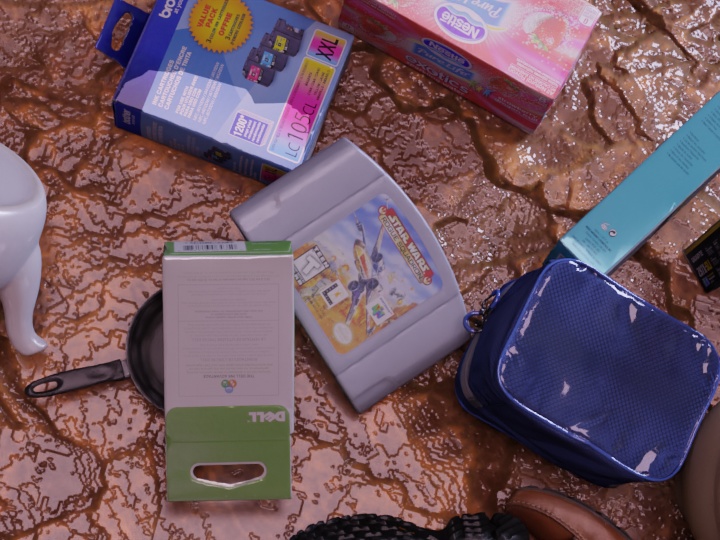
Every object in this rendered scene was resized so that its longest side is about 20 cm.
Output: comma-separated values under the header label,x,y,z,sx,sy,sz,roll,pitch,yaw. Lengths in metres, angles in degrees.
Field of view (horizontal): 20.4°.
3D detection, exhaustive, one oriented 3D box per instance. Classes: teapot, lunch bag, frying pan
label,x,y,z,sx,sy,sz,roll,pitch,yaw
teapot,-0.357,-0.031,1.592,0.200,0.197,0.146,43,115,35
lunch bag,0.172,0.085,1.624,0.200,0.132,0.136,32,73,-6
frying pan,-0.165,0.087,1.640,0.190,0.031,0.115,-37,82,-10

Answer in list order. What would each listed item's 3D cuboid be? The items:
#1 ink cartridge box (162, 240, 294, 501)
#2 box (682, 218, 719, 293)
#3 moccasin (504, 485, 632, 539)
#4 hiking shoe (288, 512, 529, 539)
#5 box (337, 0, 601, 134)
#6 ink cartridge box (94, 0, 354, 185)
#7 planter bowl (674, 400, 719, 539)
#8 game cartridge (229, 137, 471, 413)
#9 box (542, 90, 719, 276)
label,x,y,z,sx,sy,sz,roll,pitch,yaw
ink cartridge box,-0.105,0.079,1.593,0.103,0.059,0.201,-1,102,-4
box,0.366,-0.055,1.644,0.159,0.200,0.049,-26,82,-11
moccasin,0.193,0.254,1.620,0.201,0.074,0.078,45,68,-3
hiking shoe,0.036,0.244,1.601,0.199,0.074,0.087,-1,102,7
box,0.091,-0.215,1.706,0.199,0.103,0.095,30,75,1
ink cartridge box,-0.122,-0.165,1.686,0.199,0.076,0.137,21,75,1
planter bowl,0.336,0.172,1.604,0.199,0.135,0.201,0,89,-24
game cartridge,0.000,0.000,1.639,0.133,0.042,0.200,-33,102,0
box,0.245,-0.063,1.694,0.200,0.082,0.049,-42,83,-14
